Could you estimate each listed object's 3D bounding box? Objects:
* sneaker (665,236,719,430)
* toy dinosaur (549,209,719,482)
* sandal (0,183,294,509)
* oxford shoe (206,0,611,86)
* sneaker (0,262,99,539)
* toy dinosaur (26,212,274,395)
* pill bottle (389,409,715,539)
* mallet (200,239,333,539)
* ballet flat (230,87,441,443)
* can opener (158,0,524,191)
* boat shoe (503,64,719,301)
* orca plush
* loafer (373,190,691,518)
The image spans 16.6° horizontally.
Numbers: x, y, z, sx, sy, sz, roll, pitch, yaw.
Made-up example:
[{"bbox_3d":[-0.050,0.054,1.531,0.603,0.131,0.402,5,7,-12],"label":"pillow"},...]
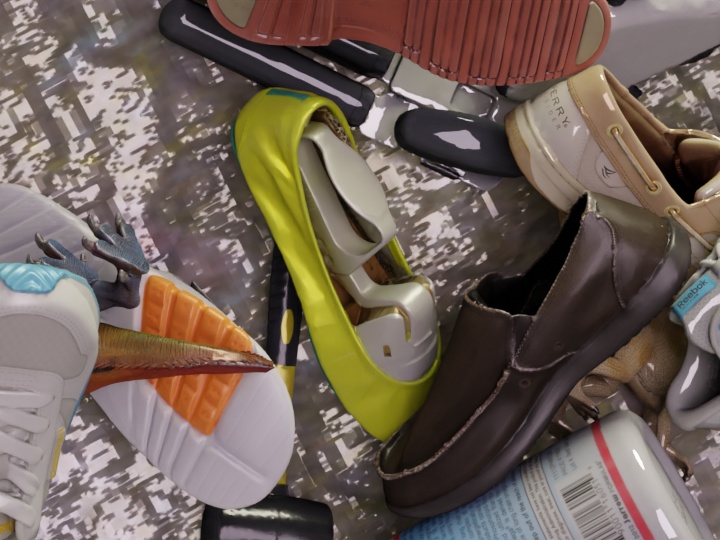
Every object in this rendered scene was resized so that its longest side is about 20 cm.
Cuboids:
[{"bbox_3d":[0.196,0.002,1.201,0.086,0.075,0.201,-7,123,-25],"label":"sneaker"},{"bbox_3d":[0.138,0.043,1.286,0.200,0.058,0.101,46,66,-12],"label":"toy dinosaur"},{"bbox_3d":[-0.108,0.029,1.217,0.206,0.059,0.079,42,99,10],"label":"sandal"},{"bbox_3d":[0.023,-0.139,1.194,0.199,0.074,0.071,11,111,-11],"label":"oxford shoe"},{"bbox_3d":[-0.160,0.073,1.095,0.076,0.200,0.081,6,49,-15],"label":"sneaker"},{"bbox_3d":[-0.178,0.054,1.162,0.200,0.105,0.182,40,118,-1],"label":"toy dinosaur"},{"bbox_3d":[0.073,0.161,1.217,0.199,0.109,0.109,-30,98,10],"label":"pill bottle"},{"bbox_3d":[-0.050,0.055,1.243,0.065,0.041,0.201,-2,88,-17],"label":"mallet"},{"bbox_3d":[0.000,0.000,1.218,0.067,0.067,0.201,-38,110,-40],"label":"ballet flat"},{"bbox_3d":[-0.001,-0.100,1.233,0.199,0.067,0.054,25,85,-13],"label":"can opener"},{"bbox_3d":[0.160,-0.037,1.237,0.069,0.074,0.200,-38,133,26],"label":"boat shoe"},{"bbox_3d":[0.150,-0.150,1.266,0.199,0.105,0.071,-26,62,0],"label":"orca plush"},{"bbox_3d":[0.070,0.035,1.200,0.071,0.073,0.200,39,102,-19],"label":"loafer"}]
